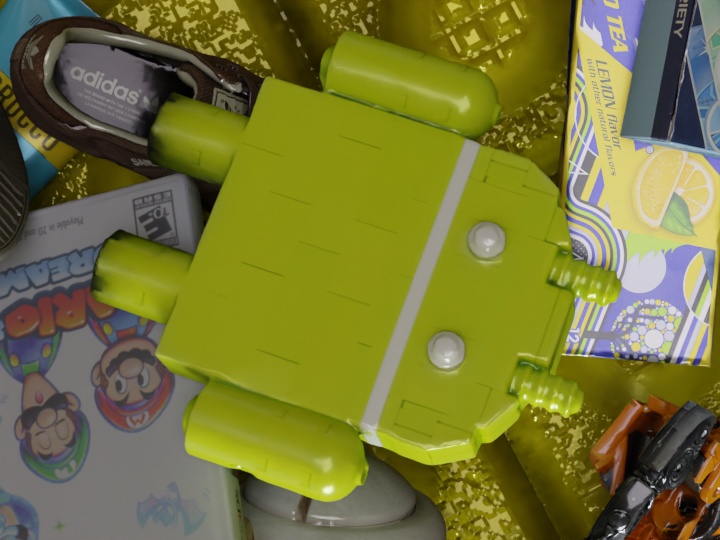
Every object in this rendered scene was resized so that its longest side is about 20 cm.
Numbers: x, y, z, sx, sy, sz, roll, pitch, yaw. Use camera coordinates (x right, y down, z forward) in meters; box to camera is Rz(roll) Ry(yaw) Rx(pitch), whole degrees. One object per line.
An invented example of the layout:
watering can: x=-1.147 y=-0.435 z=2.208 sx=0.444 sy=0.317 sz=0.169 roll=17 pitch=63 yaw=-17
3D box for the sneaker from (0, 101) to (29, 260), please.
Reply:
sneaker: x=-0.211 y=-0.052 z=0.895 sx=0.106 sy=0.075 sz=0.201 roll=-35 pitch=47 yaw=12

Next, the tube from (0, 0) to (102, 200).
tube: x=-0.182 y=-0.039 z=0.941 sx=0.077 sy=0.050 sz=0.200 roll=41 pitch=90 yaw=-1

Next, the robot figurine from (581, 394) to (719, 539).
robot figurine: x=0.110 y=0.137 z=0.889 sx=0.058 sy=0.145 sz=0.201 roll=31 pitch=95 yaw=33

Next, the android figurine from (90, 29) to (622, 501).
android figurine: x=0.000 y=0.000 z=0.816 sx=0.199 sy=0.041 sz=0.183 roll=20 pitch=77 yaw=14

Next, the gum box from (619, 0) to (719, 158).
gum box: x=0.212 y=-0.116 z=0.820 sx=0.199 sy=0.045 sz=0.171 roll=9 pitch=93 yaw=-21

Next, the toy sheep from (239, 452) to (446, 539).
toy sheep: x=-0.017 y=0.146 z=0.892 sx=0.137 sy=0.138 sz=0.201 roll=10 pitch=103 yaw=4

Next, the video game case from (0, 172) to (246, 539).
video game case: x=-0.150 y=0.068 z=0.860 sx=0.199 sy=0.024 sz=0.183 roll=-14 pitch=69 yaw=11

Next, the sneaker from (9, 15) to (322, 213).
sneaker: x=-0.056 y=-0.054 z=0.899 sx=0.199 sy=0.076 sz=0.071 roll=17 pitch=89 yaw=-7

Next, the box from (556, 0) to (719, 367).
box: x=0.117 y=-0.065 z=0.858 sx=0.070 sy=0.064 sz=0.201 roll=5 pitch=93 yaw=4

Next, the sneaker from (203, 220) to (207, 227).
sneaker: x=-0.107 y=0.071 z=0.922 sx=0.079 sy=0.078 sz=0.200 roll=33 pitch=102 yaw=-9
